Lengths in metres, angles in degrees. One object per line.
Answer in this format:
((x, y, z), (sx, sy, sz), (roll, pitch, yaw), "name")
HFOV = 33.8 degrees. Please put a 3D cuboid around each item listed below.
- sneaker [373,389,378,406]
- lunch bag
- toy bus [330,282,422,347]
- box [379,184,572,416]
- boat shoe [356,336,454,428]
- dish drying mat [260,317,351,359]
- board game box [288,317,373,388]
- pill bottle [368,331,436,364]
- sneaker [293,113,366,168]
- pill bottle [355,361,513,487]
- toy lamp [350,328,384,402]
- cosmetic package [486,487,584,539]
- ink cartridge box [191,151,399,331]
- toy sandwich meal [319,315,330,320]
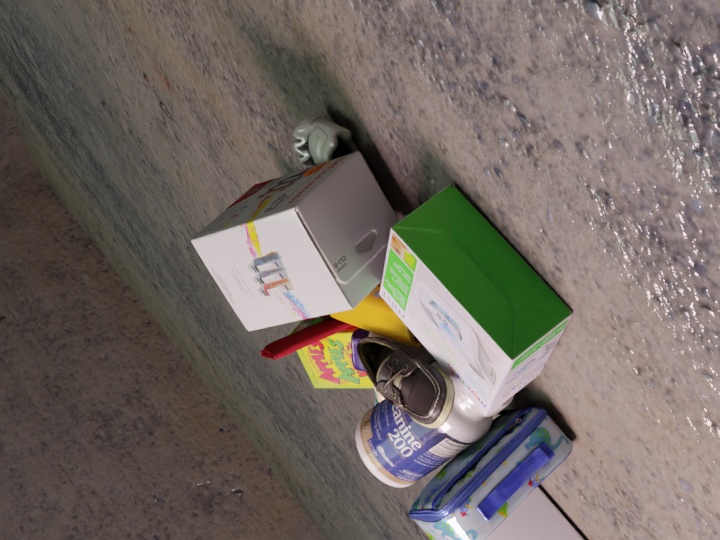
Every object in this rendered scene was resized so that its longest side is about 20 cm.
((0.049, 0.200, 1.837), (0.200, 0.091, 0.078), (23, 143, 60), "sneaker")
((0.160, 0.255, 1.459), (0.082, 0.200, 0.161), (49, 165, -2), "lunch bag")
((0.019, 0.034, 1.522), (0.200, 0.078, 0.065), (17, 135, 46), "toy bus")
((0.124, 0.035, 1.334), (0.200, 0.097, 0.177), (49, 159, 17), "box")
((0.048, 0.131, 1.421), (0.065, 0.073, 0.200), (21, -176, -25), "boat shoe")
((-0.044, 0.079, 1.685), (0.077, 0.200, 0.018), (1, 112, 70), "dish drying mat")
((-0.002, 0.121, 1.753), (0.200, 0.048, 0.102), (-5, 120, 39), "board game box")
((0.086, 0.150, 1.615), (0.111, 0.111, 0.200), (38, 156, 43), "pill bottle")
((-0.017, -0.103, 1.505), (0.081, 0.075, 0.200), (18, 140, 50), "sneaker")
((0.094, 0.182, 1.491), (0.200, 0.111, 0.111), (-41, 82, 34), "pill bottle")
((0.031, 0.170, 1.691), (0.058, 0.058, 0.200), (29, 145, 55), "toy lamp")
((0.226, 0.404, 1.685), (0.199, 0.123, 0.200), (49, 163, 21), "cosmetic package")
((-0.070, -0.034, 1.447), (0.200, 0.145, 0.145), (-13, 114, 43), "ink cartridge box")
((-0.073, -0.027, 1.722), (0.205, 0.070, 0.205), (48, -155, -32), "toy sandwich meal")
